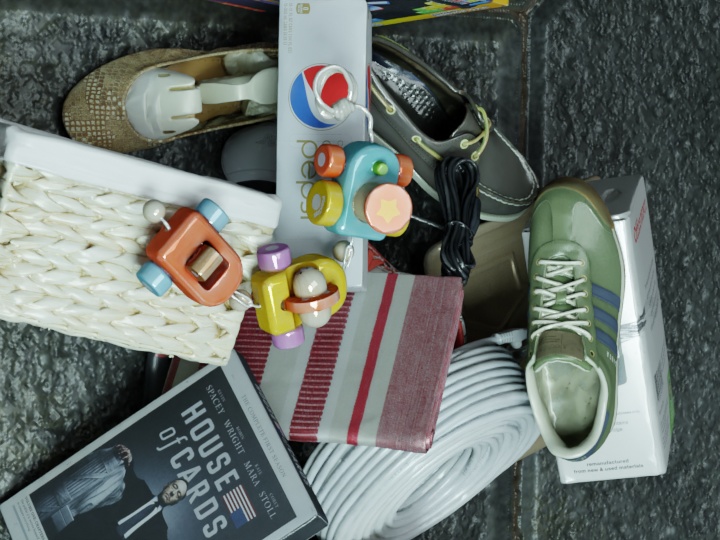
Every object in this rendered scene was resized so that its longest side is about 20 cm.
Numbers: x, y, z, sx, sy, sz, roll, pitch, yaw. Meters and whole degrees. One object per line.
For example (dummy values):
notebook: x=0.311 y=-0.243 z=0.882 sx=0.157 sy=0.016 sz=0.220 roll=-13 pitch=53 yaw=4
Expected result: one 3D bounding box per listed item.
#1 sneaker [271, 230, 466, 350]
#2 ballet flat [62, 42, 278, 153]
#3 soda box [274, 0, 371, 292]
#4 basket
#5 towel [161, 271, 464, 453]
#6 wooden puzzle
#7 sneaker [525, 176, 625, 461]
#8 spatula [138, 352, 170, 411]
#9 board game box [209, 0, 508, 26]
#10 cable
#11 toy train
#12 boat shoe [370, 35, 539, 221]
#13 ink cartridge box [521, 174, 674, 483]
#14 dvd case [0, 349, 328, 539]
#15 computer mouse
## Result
sneaker: x=0.001 y=0.000 z=1.580 sx=0.067 sy=0.108 sz=0.202 roll=-48 pitch=116 yaw=-22
ballet flat: x=-0.115 y=-0.128 z=1.519 sx=0.199 sy=0.065 sz=0.071 roll=-19 pitch=104 yaw=-32
soda box: x=-0.025 y=-0.087 z=1.490 sx=0.063 sy=0.068 sz=0.202 roll=0 pitch=87 yaw=3
basket: x=-0.174 y=-0.020 z=1.433 sx=0.199 sy=0.135 sz=0.124 roll=15 pitch=92 yaw=-25
towel: x=-0.034 y=0.060 z=1.500 sx=0.023 sy=0.198 sz=0.145 roll=75 pitch=24 yaw=-50
wooden puzzle: x=0.136 y=0.043 z=1.716 sx=0.184 sy=0.046 sz=0.202 roll=-23 pitch=109 yaw=-31
sneaker: x=0.150 y=0.041 z=1.510 sx=0.090 sy=0.067 sz=0.202 roll=-44 pitch=131 yaw=-69
spatula: x=-0.145 y=0.036 z=1.534 sx=0.056 sy=0.021 sz=0.202 roll=4 pitch=91 yaw=-29
board game box: x=-0.016 y=-0.216 z=1.500 sx=0.164 sy=0.199 sz=0.057 roll=6 pitch=87 yaw=-34
cable: x=0.044 y=0.137 z=1.575 sx=0.199 sy=0.200 sz=0.069 roll=-14 pitch=59 yaw=-47
toy train: x=-0.043 y=-0.031 z=1.388 sx=0.200 sy=0.056 sz=0.151 roll=-45 pitch=122 yaw=-14
boat shoe: x=0.061 y=-0.106 z=1.619 sx=0.200 sy=0.060 sz=0.072 roll=33 pitch=59 yaw=-19
ink cartridge box: x=0.185 y=0.042 z=1.629 sx=0.146 sy=0.083 sz=0.202 roll=-52 pitch=134 yaw=-71
dvd case: x=-0.135 y=0.164 z=1.430 sx=0.199 sy=0.151 sz=0.025 roll=-34 pitch=145 yaw=5
computer mouse: x=-0.004 y=-0.063 z=1.553 sx=0.198 sy=0.044 sz=0.110 roll=17 pitch=55 yaw=-6
